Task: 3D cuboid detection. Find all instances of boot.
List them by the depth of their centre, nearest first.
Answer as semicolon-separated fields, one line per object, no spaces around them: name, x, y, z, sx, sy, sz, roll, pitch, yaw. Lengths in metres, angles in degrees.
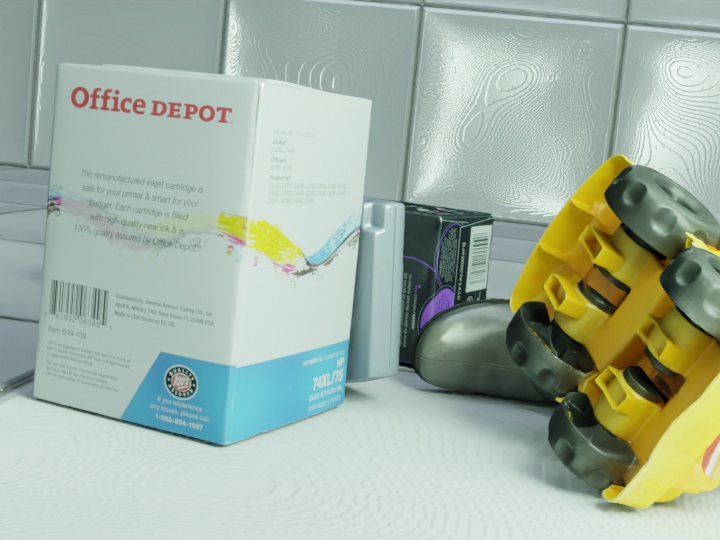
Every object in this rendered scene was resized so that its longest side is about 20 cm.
boot;0.141;0.070;0.792;0.197;0.069;0.131;4;13;-7

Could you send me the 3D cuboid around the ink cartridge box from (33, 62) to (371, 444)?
ink cartridge box;-0.094;-0.017;0.714;0.145;0.203;0.146;9;7;26

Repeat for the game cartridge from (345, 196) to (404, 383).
game cartridge;-0.039;0.008;0.830;0.041;0.135;0.199;0;8;-38

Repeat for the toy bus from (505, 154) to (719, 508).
toy bus;0.201;0.055;0.672;0.191;0.136;0.201;25;25;-23

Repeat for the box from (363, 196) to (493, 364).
box;0.000;0.000;0.987;0.198;0.124;0.106;10;8;30
